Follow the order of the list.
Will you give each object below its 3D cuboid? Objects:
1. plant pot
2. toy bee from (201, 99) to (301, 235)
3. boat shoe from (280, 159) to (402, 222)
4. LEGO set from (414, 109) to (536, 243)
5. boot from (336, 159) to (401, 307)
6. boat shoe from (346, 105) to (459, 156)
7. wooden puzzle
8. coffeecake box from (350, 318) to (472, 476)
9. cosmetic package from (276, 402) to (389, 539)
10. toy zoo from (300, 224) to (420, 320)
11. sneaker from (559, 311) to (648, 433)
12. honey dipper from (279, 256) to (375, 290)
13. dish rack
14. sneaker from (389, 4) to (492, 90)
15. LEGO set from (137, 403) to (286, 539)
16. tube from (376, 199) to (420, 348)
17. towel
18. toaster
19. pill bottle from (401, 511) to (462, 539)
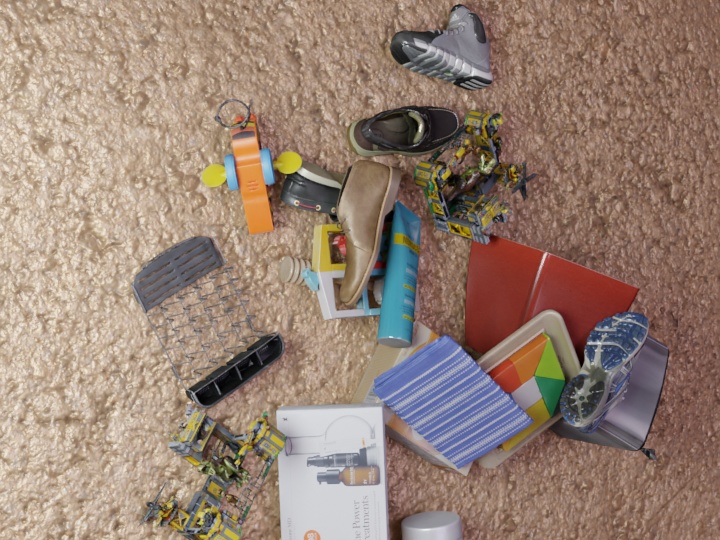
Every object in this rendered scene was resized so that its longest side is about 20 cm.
[{"bbox_3d":[0.270,0.064,1.601,0.197,0.199,0.179,18,93,-29],"label":"plant pot"},{"bbox_3d":[-0.142,-0.157,1.400,0.128,0.110,0.203,8,125,-12],"label":"toy bee"},{"bbox_3d":[-0.027,-0.102,1.494,0.199,0.074,0.064,14,110,-37],"label":"boat shoe"},{"bbox_3d":[0.184,-0.139,1.558,0.199,0.115,0.156,-39,130,-33],"label":"LEGO set"},{"bbox_3d":[-0.007,-0.053,1.439,0.074,0.073,0.204,15,86,-18],"label":"boot"},{"bbox_3d":[0.076,-0.207,1.554,0.197,0.064,0.075,-16,95,-31],"label":"boat shoe"},{"bbox_3d":[0.233,0.178,1.513,0.198,0.037,0.187,-32,122,-7],"label":"wooden puzzle"},{"bbox_3d":[0.102,0.188,1.554,0.199,0.073,0.155,35,72,-26],"label":"coffeecake box"},{"bbox_3d":[-0.038,0.289,1.441,0.147,0.052,0.205,-3,90,5],"label":"cosmetic package"},{"bbox_3d":[0.000,0.000,1.495,0.197,0.020,0.134,-2,84,-38],"label":"toy zoo"},{"bbox_3d":[0.360,0.151,1.529,0.201,0.076,0.085,-52,139,-15],"label":"sneaker"},{"bbox_3d":[-0.024,0.013,1.507,0.197,0.038,0.039,10,83,-33],"label":"honey dipper"},{"bbox_3d":[-0.205,0.061,1.379,0.153,0.054,0.203,-34,105,-33],"label":"dish rack"},{"bbox_3d":[0.125,-0.358,1.592,0.198,0.074,0.118,15,76,-40],"label":"sneaker"},{"bbox_3d":[-0.198,0.255,1.331,0.115,0.153,0.202,39,67,-23],"label":"LEGO set"},{"bbox_3d":[0.059,0.007,1.499,0.077,0.049,0.204,38,55,-58],"label":"tube"},{"bbox_3d":[0.129,0.185,1.464,0.200,0.144,0.024,44,26,-23],"label":"towel"},{"bbox_3d":[0.384,0.182,1.653,0.118,0.199,0.184,27,76,-31],"label":"toaster"},{"bbox_3d":[0.114,0.465,1.527,0.118,0.119,0.204,-7,92,-30],"label":"pill bottle"}]
